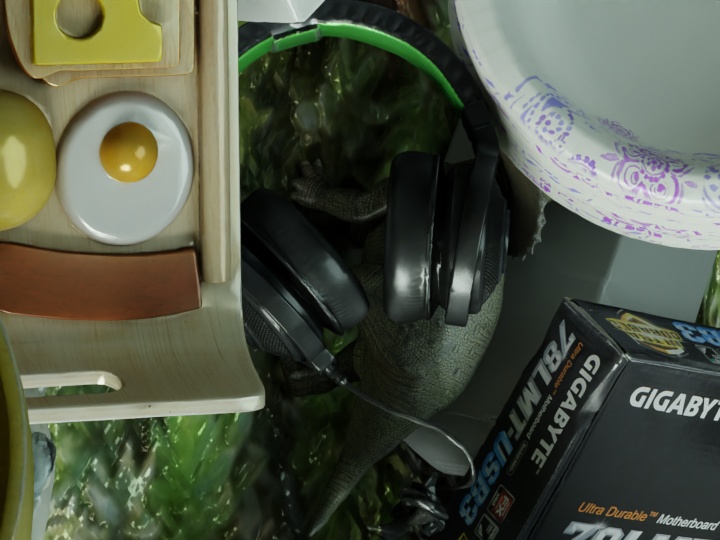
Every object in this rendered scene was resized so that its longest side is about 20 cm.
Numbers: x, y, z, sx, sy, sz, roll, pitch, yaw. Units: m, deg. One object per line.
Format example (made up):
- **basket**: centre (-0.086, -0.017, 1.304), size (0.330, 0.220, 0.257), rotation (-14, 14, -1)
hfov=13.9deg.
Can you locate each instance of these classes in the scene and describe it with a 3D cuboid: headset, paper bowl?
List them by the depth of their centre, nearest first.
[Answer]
- **headset**: centre (0.000, 0.000, 1.113), size (0.094, 0.123, 0.201), rotation (83, -8, -78)
- **paper bowl**: centre (0.133, -0.107, 1.145), size (0.104, 0.200, 0.201), rotation (87, 19, -76)

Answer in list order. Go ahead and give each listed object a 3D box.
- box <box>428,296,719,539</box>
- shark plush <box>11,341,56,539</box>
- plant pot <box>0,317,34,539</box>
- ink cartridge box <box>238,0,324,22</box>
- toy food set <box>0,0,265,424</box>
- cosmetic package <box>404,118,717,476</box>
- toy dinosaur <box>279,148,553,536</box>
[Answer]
- **box**: centre (0.115, 0.116, 1.213), size (0.200, 0.050, 0.199), rotation (11, 116, -43)
- **shark plush**: centre (-0.141, 0.064, 0.986), size (0.083, 0.091, 0.201), rotation (19, 84, -24)
- **plant pot**: centre (-0.180, 0.079, 0.849), size (0.142, 0.199, 0.201), rotation (76, 32, -68)
- **ink cartridge box**: centre (-0.043, -0.209, 1.061), size (0.145, 0.084, 0.201), rotation (-48, 133, -39)
- **toy food set**: centre (-0.102, -0.051, 0.959), size (0.143, 0.060, 0.201), rotation (-3, 100, -17)
- **cosmetic package**: centre (0.088, -0.010, 1.265), size (0.090, 0.107, 0.201), rotation (39, 66, -50)
- **toy dinosaur**: centre (0.021, 0.008, 1.173), size (0.077, 0.102, 0.200), rotation (54, 52, -44)
